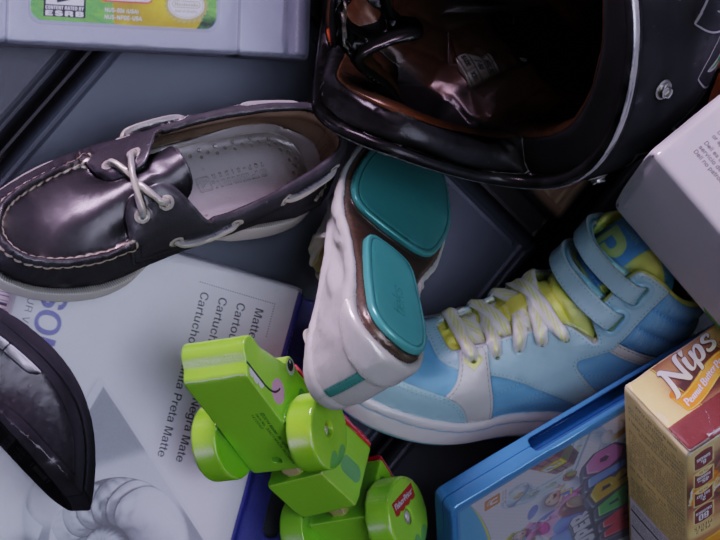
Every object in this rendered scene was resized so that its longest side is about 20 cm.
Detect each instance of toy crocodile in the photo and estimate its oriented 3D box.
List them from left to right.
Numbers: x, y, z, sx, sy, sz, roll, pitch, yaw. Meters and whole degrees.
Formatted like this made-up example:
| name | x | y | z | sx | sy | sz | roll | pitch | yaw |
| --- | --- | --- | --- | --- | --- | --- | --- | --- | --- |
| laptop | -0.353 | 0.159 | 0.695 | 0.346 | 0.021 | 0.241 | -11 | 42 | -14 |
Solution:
| name | x | y | z | sx | sy | sz | roll | pitch | yaw |
| --- | --- | --- | --- | --- | --- | --- | --- | --- | --- |
| toy crocodile | -0.023 | 0.091 | 1.393 | 0.200 | 0.067 | 0.062 | 50 | 40 | -39 |

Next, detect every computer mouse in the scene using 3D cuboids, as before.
| name | x | y | z | sx | sy | sz | roll | pitch | yaw |
| --- | --- | --- | --- | --- | --- | --- | --- | --- | --- |
| computer mouse | -0.178 | 0.020 | 1.299 | 0.046 | 0.140 | 0.200 | -43 | 86 | -14 |

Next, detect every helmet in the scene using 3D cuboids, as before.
| name | x | y | z | sx | sy | sz | roll | pitch | yaw |
| --- | --- | --- | --- | --- | --- | --- | --- | --- | --- |
| helmet | 0.080 | -0.135 | 1.381 | 0.189 | 0.200 | 0.201 | 8 | 90 | -5 |

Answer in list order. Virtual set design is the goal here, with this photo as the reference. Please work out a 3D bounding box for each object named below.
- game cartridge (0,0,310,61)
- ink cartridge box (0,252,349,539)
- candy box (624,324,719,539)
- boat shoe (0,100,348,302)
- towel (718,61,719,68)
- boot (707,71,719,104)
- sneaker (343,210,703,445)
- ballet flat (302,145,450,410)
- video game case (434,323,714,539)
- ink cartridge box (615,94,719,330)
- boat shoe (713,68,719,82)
| name | x | y | z | sx | sy | sz | roll | pitch | yaw |
| --- | --- | --- | --- | --- | --- | --- | --- | --- | --- |
| game cartridge | -0.117 | -0.172 | 1.396 | 0.199 | 0.040 | 0.134 | 1 | 89 | -21 |
| ink cartridge box | -0.099 | 0.091 | 1.411 | 0.199 | 0.041 | 0.201 | 16 | 87 | -21 |
| candy box | 0.194 | 0.101 | 1.453 | 0.115 | 0.055 | 0.201 | -32 | 145 | -16 |
| boat shoe | -0.093 | -0.038 | 1.369 | 0.199 | 0.060 | 0.074 | -12 | 70 | -34 |
| towel | 0.165 | -0.202 | 1.479 | 0.148 | 0.031 | 0.201 | -13 | 96 | 5 |
| boot | 0.261 | -0.042 | 1.463 | 0.200 | 0.107 | 0.075 | 36 | 42 | 4 |
| sneaker | 0.082 | 0.019 | 1.426 | 0.199 | 0.080 | 0.131 | 2 | 132 | -29 |
| ballet flat | 0.000 | 0.000 | 1.393 | 0.069 | 0.200 | 0.070 | 2 | 121 | 4 |
| video game case | 0.126 | 0.106 | 1.459 | 0.199 | 0.143 | 0.018 | -29 | 57 | -17 |
| ink cartridge box | 0.245 | -0.047 | 1.354 | 0.200 | 0.084 | 0.145 | -38 | 82 | -16 |
| boat shoe | 0.269 | -0.159 | 1.524 | 0.072 | 0.066 | 0.201 | 42 | 95 | 13 |
